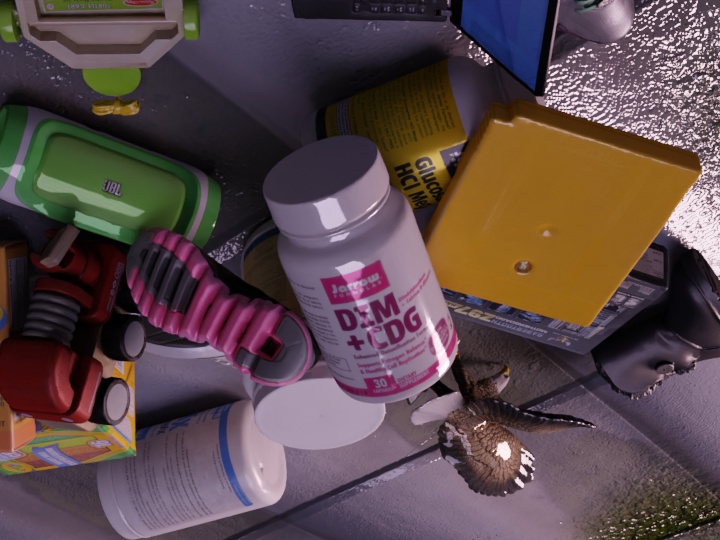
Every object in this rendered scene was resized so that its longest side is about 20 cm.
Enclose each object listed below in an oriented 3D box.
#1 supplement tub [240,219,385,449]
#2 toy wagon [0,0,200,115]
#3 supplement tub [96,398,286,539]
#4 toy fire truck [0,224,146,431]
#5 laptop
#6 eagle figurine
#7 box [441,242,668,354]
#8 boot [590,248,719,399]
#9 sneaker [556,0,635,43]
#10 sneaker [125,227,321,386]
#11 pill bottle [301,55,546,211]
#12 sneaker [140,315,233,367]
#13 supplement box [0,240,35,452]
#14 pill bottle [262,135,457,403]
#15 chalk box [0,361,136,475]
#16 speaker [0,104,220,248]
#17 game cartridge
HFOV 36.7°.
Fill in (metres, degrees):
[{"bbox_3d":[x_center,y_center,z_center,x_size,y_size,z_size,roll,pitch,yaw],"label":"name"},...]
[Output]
[{"bbox_3d":[-0.045,0.056,1.058,0.144,0.201,0.145,-3,141,-3],"label":"supplement tub"},{"bbox_3d":[-0.204,-0.207,0.848,0.154,0.040,0.200,-1,141,-5],"label":"toy wagon"},{"bbox_3d":[-0.203,0.242,1.320,0.199,0.132,0.132,-17,139,13],"label":"supplement tub"},{"bbox_3d":[-0.272,0.040,0.995,0.128,0.177,0.200,3,157,22],"label":"toy fire truck"},{"bbox_3d":[0.041,-0.225,0.787,0.199,0.104,0.178,2,140,2],"label":"laptop"},{"bbox_3d":[0.153,0.169,1.262,0.151,0.200,0.152,-45,178,-10],"label":"eagle figurine"},{"bbox_3d":[0.164,0.005,1.029,0.199,0.051,0.158,17,148,-11],"label":"box"},{"bbox_3d":[0.336,0.070,1.216,0.168,0.077,0.200,-27,142,19],"label":"boot"},{"bbox_3d":[0.158,-0.226,0.818,0.074,0.088,0.200,-41,131,14],"label":"sneaker"},{"bbox_3d":[-0.115,0.033,0.942,0.079,0.200,0.095,-58,163,8],"label":"sneaker"},{"bbox_3d":[0.059,-0.115,0.931,0.199,0.113,0.113,-19,139,16],"label":"pill bottle"},{"bbox_3d":[-0.142,0.077,1.172,0.199,0.073,0.071,0,137,-7],"label":"sneaker"},{"bbox_3d":[-0.359,0.072,1.049,0.066,0.201,0.069,-1,-178,3],"label":"supplement box"},{"bbox_3d":[0.000,0.000,0.877,0.113,0.114,0.201,-15,123,12],"label":"pill bottle"},{"bbox_3d":[-0.355,0.141,1.166,0.199,0.124,0.125,-10,155,5],"label":"chalk box"},{"bbox_3d":[-0.229,-0.077,0.965,0.199,0.089,0.088,19,135,-28],"label":"speaker"},{"bbox_3d":[0.154,-0.044,0.899,0.176,0.033,0.200,16,134,-11],"label":"game cartridge"}]
